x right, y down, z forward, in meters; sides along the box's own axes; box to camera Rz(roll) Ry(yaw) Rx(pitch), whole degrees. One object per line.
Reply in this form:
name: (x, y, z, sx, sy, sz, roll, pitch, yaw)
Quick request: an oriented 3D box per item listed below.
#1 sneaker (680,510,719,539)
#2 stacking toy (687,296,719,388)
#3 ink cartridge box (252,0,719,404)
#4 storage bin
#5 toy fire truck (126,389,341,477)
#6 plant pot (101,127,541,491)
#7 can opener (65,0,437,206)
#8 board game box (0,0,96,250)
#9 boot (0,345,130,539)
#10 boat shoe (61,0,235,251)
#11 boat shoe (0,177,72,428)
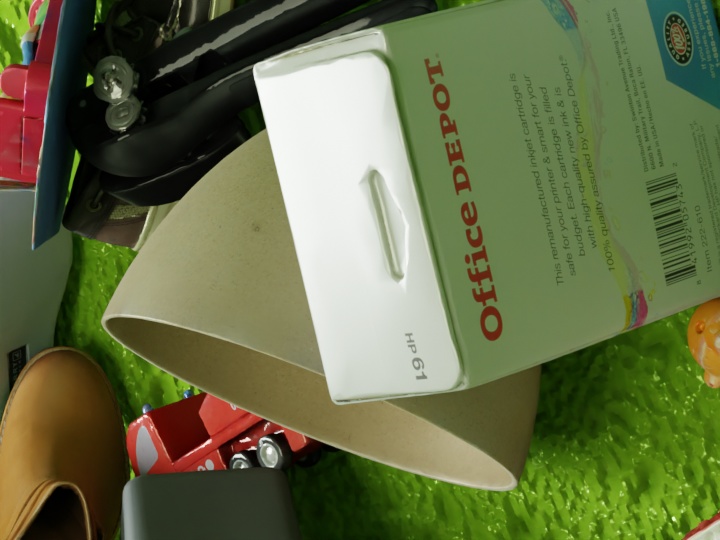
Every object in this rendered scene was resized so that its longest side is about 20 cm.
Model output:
sneaker: (0.144, 0.158, 1.224, 0.077, 0.073, 0.200, 55, 138, 4)
stacking toy: (0.201, 0.069, 1.126, 0.200, 0.110, 0.116, 40, 113, 43)
ink cartridge box: (0.065, -0.040, 1.143, 0.085, 0.200, 0.145, -9, 96, 46)
storage bin: (-0.085, 0.195, 1.380, 0.200, 0.145, 0.135, 101, 162, -53)
toy fire truck: (-0.064, 0.039, 1.410, 0.200, 0.049, 0.141, -34, 78, 46)
plant pot: (0.000, 0.000, 1.255, 0.200, 0.200, 0.135, 10, 74, 43)
can opener: (-0.053, -0.099, 1.312, 0.200, 0.079, 0.063, -30, 64, 20)
board game box: (-0.162, -0.095, 1.375, 0.039, 0.200, 0.158, 8, 95, -2)
boot: (-0.156, 0.122, 1.438, 0.155, 0.074, 0.200, 108, 163, -74)
boat shoe: (-0.106, -0.100, 1.376, 0.073, 0.065, 0.200, -124, 42, -63)
boat shoe: (-0.209, 0.019, 1.541, 0.086, 0.075, 0.202, 31, 133, 39)
